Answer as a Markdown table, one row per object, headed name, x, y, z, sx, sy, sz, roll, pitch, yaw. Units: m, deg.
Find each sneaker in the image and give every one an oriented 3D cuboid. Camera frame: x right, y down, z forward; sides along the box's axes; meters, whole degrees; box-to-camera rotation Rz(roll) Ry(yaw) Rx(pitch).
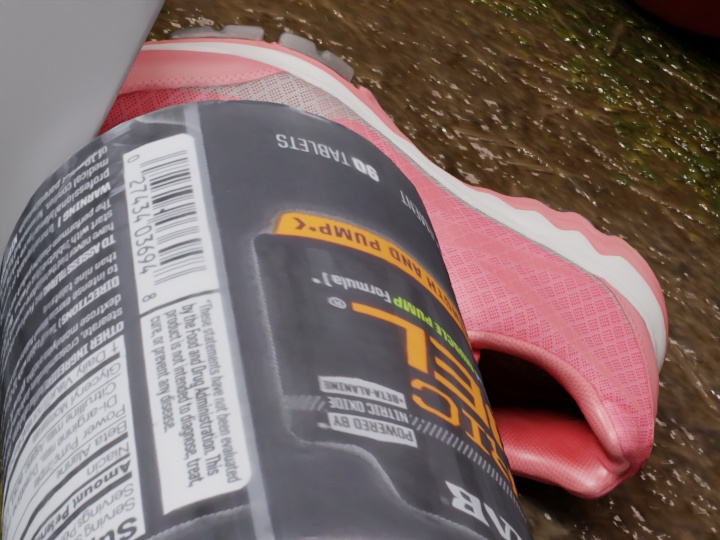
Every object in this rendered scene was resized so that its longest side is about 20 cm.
| name | x | y | z | sx | sy | sz | roll | pitch | yaw |
| --- | --- | --- | --- | --- | --- | --- | --- | --- | --- |
| sneaker | 0.000 | 0.000 | 0.567 | 0.199 | 0.074 | 0.087 | 24 | 30 | -12 |

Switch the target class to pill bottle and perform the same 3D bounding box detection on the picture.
| name | x | y | z | sx | sy | sz | roll | pitch | yaw |
| --- | --- | --- | --- | --- | --- | --- | --- | --- | --- |
| pill bottle | -0.018 | 0.060 | 0.415 | 0.106 | 0.106 | 0.200 | 18 | 31 | -22 |

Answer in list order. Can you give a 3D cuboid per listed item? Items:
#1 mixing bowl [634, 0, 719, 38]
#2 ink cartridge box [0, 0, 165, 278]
| name | x | y | z | sx | sy | sz | roll | pitch | yaw |
| --- | --- | --- | --- | --- | --- | --- | --- | --- | --- |
| mixing bowl | 0.172 | -0.182 | 0.953 | 0.199 | 0.108 | 0.201 | 5 | 70 | -13 |
| ink cartridge box | -0.121 | -0.094 | 0.527 | 0.085 | 0.146 | 0.200 | 14 | 32 | -29 |
